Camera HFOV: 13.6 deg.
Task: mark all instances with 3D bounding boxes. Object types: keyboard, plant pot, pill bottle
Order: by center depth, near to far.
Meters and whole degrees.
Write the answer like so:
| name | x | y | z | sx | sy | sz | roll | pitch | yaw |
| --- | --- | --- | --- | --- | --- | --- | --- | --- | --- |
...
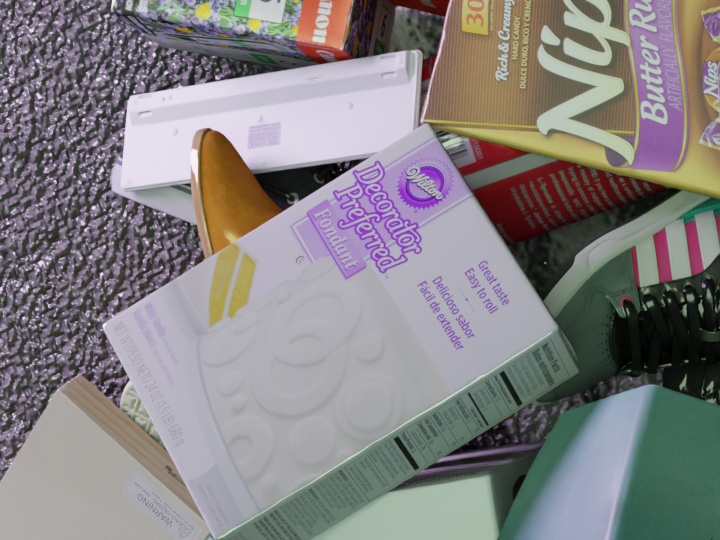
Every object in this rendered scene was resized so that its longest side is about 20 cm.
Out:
| name | x | y | z | sx | sy | sz | roll | pitch | yaw |
| --- | --- | --- | --- | --- | --- | --- | --- | --- | --- |
| plant pot | 0.139 | 0.167 | 1.450 | 0.141 | 0.141 | 0.201 | 18 | 70 | -22 |
| pill bottle | 0.114 | -0.084 | 1.633 | 0.199 | 0.112 | 0.113 | -19 | 88 | 13 |
| keyboard | -0.051 | -0.081 | 1.648 | 0.199 | 0.011 | 0.057 | -7 | 77 | 34 |

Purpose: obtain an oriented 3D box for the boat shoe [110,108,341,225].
| name | x | y | z | sx | sy | sz | roll | pitch | yaw |
| --- | --- | --- | --- | --- | --- | --- | --- | --- | --- |
| boat shoe | -0.044 | -0.047 | 1.700 | 0.199 | 0.070 | 0.067 | 19 | 98 | 20 |

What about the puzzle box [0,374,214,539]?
| name | x | y | z | sx | sy | sz | roll | pitch | yaw |
| --- | --- | --- | --- | --- | --- | --- | --- | --- | --- |
| puzzle box | -0.120 | 0.170 | 1.715 | 0.200 | 0.025 | 0.133 | 42 | 126 | 8 |

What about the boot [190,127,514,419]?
| name | x | y | z | sx | sy | sz | roll | pitch | yaw |
| --- | --- | --- | --- | --- | --- | --- | --- | --- | --- |
| boot | 0.000 | 0.001 | 1.606 | 0.143 | 0.071 | 0.202 | -19 | 89 | 18 |

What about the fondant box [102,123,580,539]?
| name | x | y | z | sx | sy | sz | roll | pitch | yaw |
| --- | --- | --- | --- | --- | --- | --- | --- | --- | --- |
| fondant box | -0.011 | 0.039 | 1.519 | 0.199 | 0.058 | 0.145 | -31 | 59 | 0 |

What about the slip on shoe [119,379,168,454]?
| name | x | y | z | sx | sy | sz | roll | pitch | yaw |
| --- | --- | --- | --- | --- | --- | --- | --- | --- | --- |
| slip on shoe | -0.040 | 0.051 | 1.693 | 0.199 | 0.061 | 0.074 | -19 | 98 | 21 |

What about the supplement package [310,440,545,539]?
| name | x | y | z | sx | sy | sz | roll | pitch | yaw |
| --- | --- | --- | --- | --- | --- | --- | --- | --- | --- |
| supplement package | 0.045 | 0.161 | 1.606 | 0.109 | 0.200 | 0.114 | -10 | 90 | 13 |

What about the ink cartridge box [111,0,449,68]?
| name | x | y | z | sx | sy | sz | roll | pitch | yaw |
| --- | --- | --- | --- | --- | --- | --- | --- | --- | --- |
| ink cartridge box | -0.027 | -0.139 | 1.664 | 0.199 | 0.109 | 0.051 | 11 | 86 | 13 |

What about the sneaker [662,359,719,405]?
| name | x | y | z | sx | sy | sz | roll | pitch | yaw |
| --- | --- | --- | --- | --- | --- | --- | --- | --- | --- |
| sneaker | 0.199 | 0.125 | 1.641 | 0.079 | 0.075 | 0.201 | 6 | 94 | 11 |

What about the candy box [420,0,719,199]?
| name | x | y | z | sx | sy | sz | roll | pitch | yaw |
| --- | --- | --- | --- | --- | --- | --- | --- | --- | --- |
| candy box | 0.141 | -0.106 | 1.542 | 0.199 | 0.056 | 0.117 | 14 | 92 | 12 |

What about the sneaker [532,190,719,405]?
| name | x | y | z | sx | sy | sz | roll | pitch | yaw |
| --- | --- | --- | --- | --- | --- | --- | --- | --- | --- |
| sneaker | 0.182 | 0.027 | 1.581 | 0.200 | 0.084 | 0.121 | -35 | 44 | -25 |
